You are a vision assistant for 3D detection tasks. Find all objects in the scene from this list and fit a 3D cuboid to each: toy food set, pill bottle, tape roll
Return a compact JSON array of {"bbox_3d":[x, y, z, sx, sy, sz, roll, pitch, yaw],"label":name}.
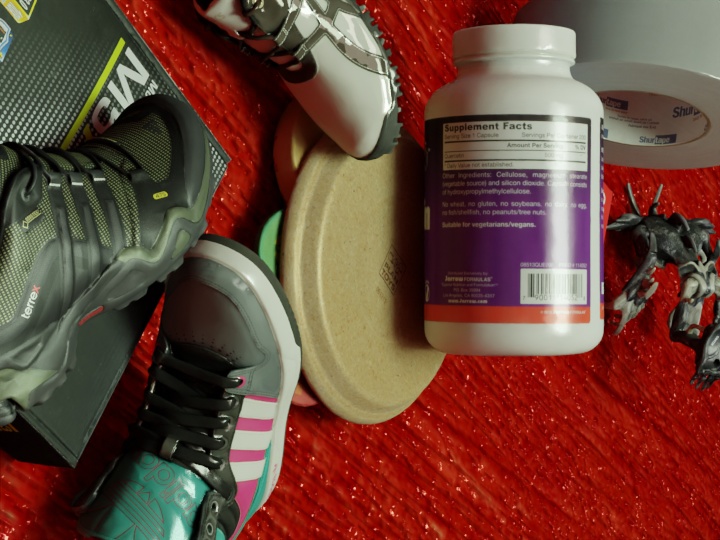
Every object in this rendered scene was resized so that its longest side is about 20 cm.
[{"bbox_3d":[0.000,0.000,1.041,0.200,0.049,0.198,40,57,-50],"label":"toy food set"},{"bbox_3d":[0.095,-0.048,1.041,0.112,0.112,0.200,2,88,-57],"label":"pill bottle"},{"bbox_3d":[0.205,-0.139,1.220,0.200,0.200,0.066,31,63,-53],"label":"tape roll"}]

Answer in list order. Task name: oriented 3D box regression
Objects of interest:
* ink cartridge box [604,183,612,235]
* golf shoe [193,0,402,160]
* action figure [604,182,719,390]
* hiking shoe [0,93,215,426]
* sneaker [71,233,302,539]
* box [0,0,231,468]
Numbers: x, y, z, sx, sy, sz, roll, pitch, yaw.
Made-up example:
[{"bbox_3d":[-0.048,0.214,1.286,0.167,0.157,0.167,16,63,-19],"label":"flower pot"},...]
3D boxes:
[{"bbox_3d":[0.123,-0.033,1.213,0.200,0.067,0.116,39,58,-50],"label":"ink cartridge box"},{"bbox_3d":[-0.050,-0.141,0.944,0.094,0.078,0.200,-37,105,-37],"label":"golf shoe"},{"bbox_3d":[0.262,0.020,1.397,0.119,0.102,0.200,7,41,-30],"label":"action figure"},{"bbox_3d":[-0.135,-0.027,0.728,0.200,0.076,0.101,-57,139,-37],"label":"hiking shoe"},{"bbox_3d":[-0.092,0.087,0.838,0.121,0.084,0.200,-55,157,-43],"label":"sneaker"},{"bbox_3d":[-0.159,-0.040,0.799,0.193,0.047,0.200,54,48,-40],"label":"box"}]
